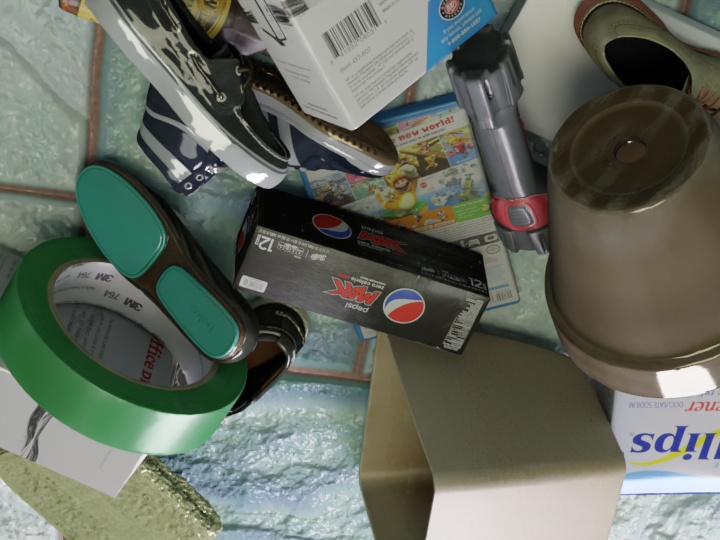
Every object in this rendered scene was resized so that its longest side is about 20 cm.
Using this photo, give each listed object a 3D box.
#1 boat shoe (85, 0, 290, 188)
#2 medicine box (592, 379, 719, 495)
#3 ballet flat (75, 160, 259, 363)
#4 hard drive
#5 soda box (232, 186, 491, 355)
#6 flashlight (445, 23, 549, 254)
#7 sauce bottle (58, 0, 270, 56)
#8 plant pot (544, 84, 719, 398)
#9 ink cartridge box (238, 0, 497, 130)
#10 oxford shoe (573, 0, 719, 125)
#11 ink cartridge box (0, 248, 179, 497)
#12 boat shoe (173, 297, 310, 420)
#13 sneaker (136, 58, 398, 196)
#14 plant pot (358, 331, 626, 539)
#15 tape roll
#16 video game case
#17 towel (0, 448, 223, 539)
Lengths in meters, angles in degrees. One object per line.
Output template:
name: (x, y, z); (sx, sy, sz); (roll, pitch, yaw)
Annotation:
boat shoe: (-0.111, -0.142, 1.161); (0.057, 0.069, 0.200); (-36, 113, 16)
medicine box: (0.294, 0.082, 1.369); (0.181, 0.103, 0.201); (-1, 122, -1)
ballet flat: (-0.153, -0.006, 1.309); (0.068, 0.068, 0.200); (-42, 80, 20)
hard drive: (0.199, -0.148, 1.264); (0.199, 0.027, 0.132); (21, 120, -15)
soda box: (0.000, 0.000, 1.306); (0.199, 0.071, 0.063); (18, 120, -13)
flashlight: (0.115, -0.099, 1.244); (0.068, 0.068, 0.200); (-37, 136, -14)
sauce bottle: (-0.121, -0.196, 1.204); (0.199, 0.066, 0.066); (13, 122, -11)
plant pot: (0.216, -0.036, 1.183); (0.199, 0.200, 0.174); (-19, 138, 10)
ink cartridge box: (-0.015, -0.225, 1.143); (0.146, 0.084, 0.200); (-39, 119, -15)
oxford shoe: (0.244, -0.131, 1.215); (0.200, 0.075, 0.071); (27, 119, -18)
ink cartridge box: (-0.257, 0.077, 1.321); (0.200, 0.146, 0.084); (27, 120, -13)
boat shoe: (-0.127, 0.098, 1.391); (0.200, 0.068, 0.072); (-37, 116, 25)
sneaker: (-0.077, -0.095, 1.259); (0.199, 0.070, 0.109); (25, 116, -4)
plant pot: (0.111, 0.172, 1.372); (0.176, 0.200, 0.200); (-3, 129, -13)
tape roll: (-0.188, 0.057, 1.283); (0.200, 0.201, 0.048); (25, 119, -16)
video game case: (0.040, -0.040, 1.335); (0.143, 0.018, 0.200); (-14, 122, 8)
towel: (-0.231, 0.192, 1.451); (0.148, 0.037, 0.200); (-28, 118, 34)
